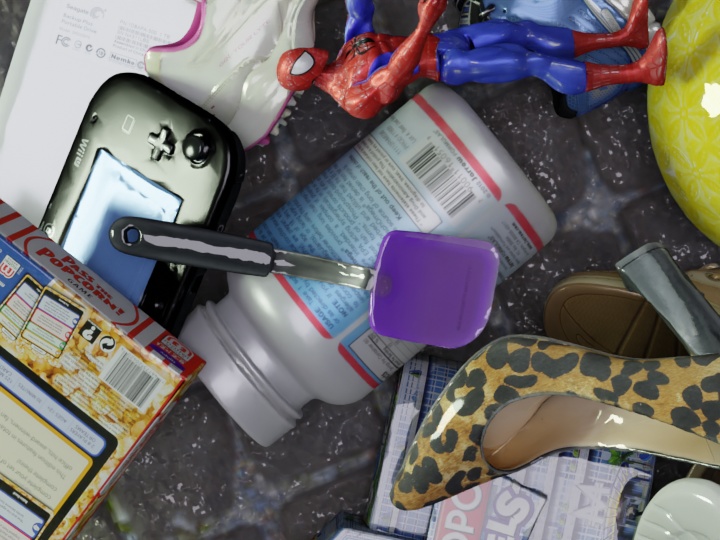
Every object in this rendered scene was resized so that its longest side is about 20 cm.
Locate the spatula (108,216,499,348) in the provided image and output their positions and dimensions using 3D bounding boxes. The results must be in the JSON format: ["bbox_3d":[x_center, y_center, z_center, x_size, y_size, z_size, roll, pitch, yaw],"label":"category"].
[{"bbox_3d":[-0.030,-0.002,1.024,0.198,0.021,0.057,10,92,4],"label":"spatula"}]

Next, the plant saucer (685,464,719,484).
[{"bbox_3d":[0.268,0.147,1.106,0.198,0.030,0.202,2,112,5],"label":"plant saucer"}]

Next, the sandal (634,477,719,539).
[{"bbox_3d":[0.189,0.181,1.080,0.050,0.082,0.204,-34,136,-32],"label":"sandal"}]

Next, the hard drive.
[{"bbox_3d":[-0.137,-0.077,1.126,0.131,0.025,0.201,18,92,-1],"label":"hard drive"}]

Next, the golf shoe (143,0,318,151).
[{"bbox_3d":[-0.046,-0.168,1.077,0.091,0.075,0.201,26,88,-7],"label":"golf shoe"}]

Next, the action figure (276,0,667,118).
[{"bbox_3d":[0.053,-0.133,1.029,0.198,0.065,0.100,-9,126,-3],"label":"action figure"}]

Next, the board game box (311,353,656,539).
[{"bbox_3d":[0.051,0.154,1.117,0.198,0.062,0.202,12,92,-1],"label":"board game box"}]

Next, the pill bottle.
[{"bbox_3d":[0.000,0.000,1.088,0.200,0.109,0.109,-39,92,2],"label":"pill bottle"}]

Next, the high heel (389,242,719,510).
[{"bbox_3d":[0.114,0.093,1.018,0.200,0.071,0.143,-39,52,8],"label":"high heel"}]

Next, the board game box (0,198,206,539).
[{"bbox_3d":[-0.199,0.082,1.047,0.151,0.046,0.200,39,103,1],"label":"board game box"}]

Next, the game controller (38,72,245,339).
[{"bbox_3d":[-0.132,-0.002,1.075,0.104,0.042,0.201,29,103,20],"label":"game controller"}]

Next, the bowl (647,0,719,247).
[{"bbox_3d":[0.262,-0.090,1.060,0.198,0.108,0.202,-2,99,-16],"label":"bowl"}]

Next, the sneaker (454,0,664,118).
[{"bbox_3d":[0.079,-0.169,1.098,0.089,0.079,0.200,-38,92,-1],"label":"sneaker"}]

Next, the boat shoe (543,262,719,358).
[{"bbox_3d":[0.197,0.034,1.114,0.198,0.065,0.072,14,127,-5],"label":"boat shoe"}]
